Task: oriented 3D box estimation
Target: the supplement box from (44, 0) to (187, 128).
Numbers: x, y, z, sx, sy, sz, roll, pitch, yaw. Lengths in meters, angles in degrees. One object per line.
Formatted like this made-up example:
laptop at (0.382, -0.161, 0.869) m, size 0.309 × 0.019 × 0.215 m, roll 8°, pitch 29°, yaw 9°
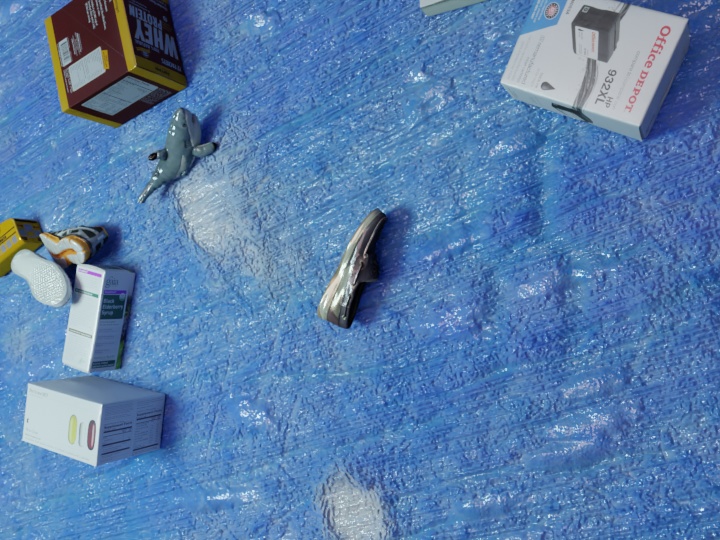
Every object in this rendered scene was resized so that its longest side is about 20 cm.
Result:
supplement box at (-0.466, -0.415, 1.278) m, size 0.199 × 0.133 × 0.198 m, roll -19°, pitch 79°, yaw 25°

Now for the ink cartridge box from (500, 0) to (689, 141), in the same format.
ink cartridge box at (0.314, -0.281, 0.904) m, size 0.199 × 0.084 × 0.146 m, roll 27°, pitch 99°, yaw 25°

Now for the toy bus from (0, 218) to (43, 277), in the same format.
toy bus at (-0.785, -0.044, 1.465) m, size 0.200 × 0.065 × 0.079 m, roll -31°, pitch 76°, yaw 22°

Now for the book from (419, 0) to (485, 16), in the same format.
book at (0.184, -0.476, 1.004) m, size 0.199 × 0.048 × 0.134 m, roll -7°, pitch 81°, yaw 28°

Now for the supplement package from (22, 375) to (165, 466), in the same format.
supplement package at (-0.499, 0.274, 1.256) m, size 0.199 × 0.156 × 0.111 m, roll 6°, pitch 91°, yaw 27°

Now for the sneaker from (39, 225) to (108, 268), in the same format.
sneaker at (-0.582, -0.055, 1.362) m, size 0.199 × 0.077 × 0.079 m, roll 6°, pitch 128°, yaw 42°

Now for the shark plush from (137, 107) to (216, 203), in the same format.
shark plush at (-0.363, -0.216, 1.246) m, size 0.200 × 0.083 × 0.091 m, roll -39°, pitch 72°, yaw 20°

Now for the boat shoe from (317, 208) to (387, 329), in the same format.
boat shoe at (0.000, 0.000, 1.066) m, size 0.065 × 0.072 × 0.201 m, roll 29°, pitch 99°, yaw 12°

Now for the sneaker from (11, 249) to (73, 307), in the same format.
sneaker at (-0.604, 0.028, 1.342) m, size 0.200 × 0.114 × 0.073 m, roll 33°, pitch 80°, yaw 38°

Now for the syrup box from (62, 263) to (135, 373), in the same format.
syrup box at (-0.512, 0.091, 1.313) m, size 0.081 × 0.079 × 0.201 m, roll 13°, pitch 94°, yaw 27°
